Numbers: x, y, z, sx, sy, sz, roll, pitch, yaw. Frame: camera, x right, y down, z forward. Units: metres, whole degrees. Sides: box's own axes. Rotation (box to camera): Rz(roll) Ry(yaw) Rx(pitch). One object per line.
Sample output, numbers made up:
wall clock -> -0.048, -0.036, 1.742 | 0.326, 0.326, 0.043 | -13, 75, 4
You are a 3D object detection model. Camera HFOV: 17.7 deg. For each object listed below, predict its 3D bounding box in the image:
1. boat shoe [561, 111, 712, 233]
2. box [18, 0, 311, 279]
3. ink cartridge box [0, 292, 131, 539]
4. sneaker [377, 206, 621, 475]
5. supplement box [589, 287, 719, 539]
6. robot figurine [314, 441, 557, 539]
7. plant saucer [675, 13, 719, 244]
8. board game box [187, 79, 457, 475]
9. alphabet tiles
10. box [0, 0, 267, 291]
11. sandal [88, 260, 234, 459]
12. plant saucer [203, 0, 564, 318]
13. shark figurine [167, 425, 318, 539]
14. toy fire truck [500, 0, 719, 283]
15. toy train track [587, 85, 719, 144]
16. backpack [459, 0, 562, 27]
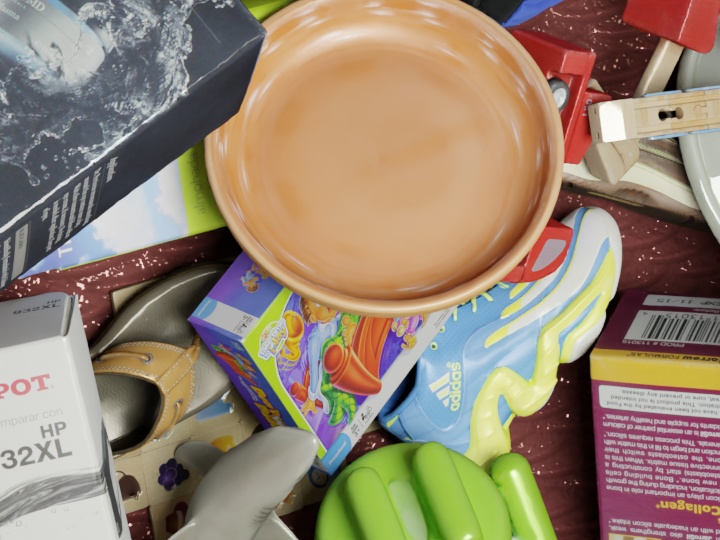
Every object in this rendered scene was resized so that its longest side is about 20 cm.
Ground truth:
boat shoe -> 0.190, -0.074, 1.468 | 0.202, 0.075, 0.075 | 15, 87, -30
box -> -0.119, -0.078, 1.307 | 0.199, 0.048, 0.123 | -16, 107, -26
ink cartridge box -> -0.205, 0.128, 1.253 | 0.144, 0.084, 0.201 | -11, 107, -1
sneaker -> 0.080, 0.035, 1.425 | 0.105, 0.076, 0.201 | 32, 85, -29
supplement box -> 0.222, 0.124, 1.458 | 0.103, 0.130, 0.201 | -51, 141, -58
robot figurine -> 0.034, 0.178, 1.376 | 0.175, 0.116, 0.200 | -22, 151, -7
plant saucer -> 0.281, -0.079, 1.478 | 0.200, 0.050, 0.201 | 19, 63, -40
board game box -> 0.000, 0.000, 1.351 | 0.200, 0.045, 0.135 | -53, 139, -20
alphabet tiles -> -0.076, 0.075, 1.386 | 0.199, 0.006, 0.167 | -17, 108, -26
box -> -0.188, -0.118, 1.175 | 0.200, 0.117, 0.197 | -39, 84, -18
sandal -> -0.137, 0.068, 1.312 | 0.199, 0.055, 0.082 | -27, 110, -14
plant saucer -> 0.012, -0.064, 1.284 | 0.199, 0.037, 0.201 | 2, 67, -4
shark figurine -> -0.085, 0.184, 1.320 | 0.089, 0.128, 0.216 | -20, 117, -46
toy fire truck -> 0.133, -0.088, 1.376 | 0.141, 0.049, 0.201 | 1, 109, -46
toy train track -> 0.222, -0.098, 1.374 | 0.199, 0.032, 0.115 | -9, 92, -33
backpack -> 0.107, -0.236, 1.311 | 0.167, 0.200, 0.163 | -26, 78, -25
